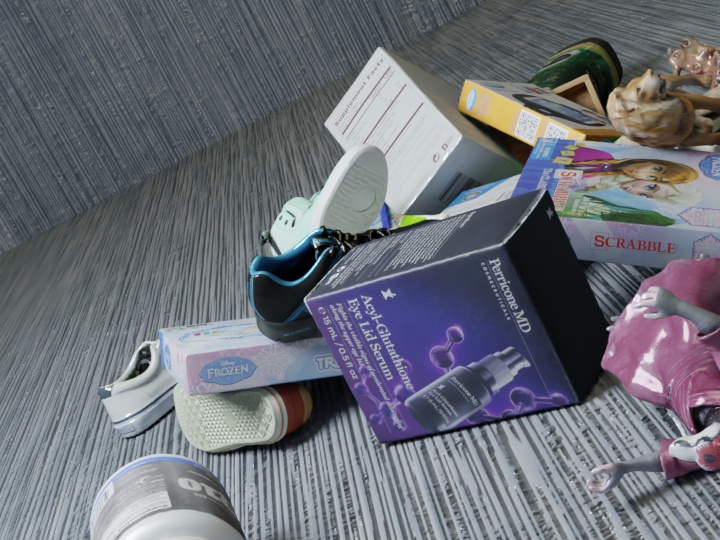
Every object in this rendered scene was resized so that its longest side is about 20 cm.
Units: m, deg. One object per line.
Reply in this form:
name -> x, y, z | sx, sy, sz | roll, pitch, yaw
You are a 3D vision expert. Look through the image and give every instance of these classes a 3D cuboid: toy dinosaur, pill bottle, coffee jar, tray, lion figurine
toy dinosaur -> 0.439, -0.212, 1.495 | 0.135, 0.086, 0.200 | -41, 34, -10
pill bottle -> -0.135, 0.214, 1.007 | 0.114, 0.114, 0.200 | -29, 15, -7
coffee jar -> 0.269, -0.233, 1.836 | 0.104, 0.085, 0.200 | -19, 18, 40
tray -> 0.193, -0.139, 1.627 | 0.200, 0.099, 0.037 | -24, -9, 15
lion figurine -> 0.288, -0.157, 1.343 | 0.122, 0.073, 0.200 | 5, 10, 1

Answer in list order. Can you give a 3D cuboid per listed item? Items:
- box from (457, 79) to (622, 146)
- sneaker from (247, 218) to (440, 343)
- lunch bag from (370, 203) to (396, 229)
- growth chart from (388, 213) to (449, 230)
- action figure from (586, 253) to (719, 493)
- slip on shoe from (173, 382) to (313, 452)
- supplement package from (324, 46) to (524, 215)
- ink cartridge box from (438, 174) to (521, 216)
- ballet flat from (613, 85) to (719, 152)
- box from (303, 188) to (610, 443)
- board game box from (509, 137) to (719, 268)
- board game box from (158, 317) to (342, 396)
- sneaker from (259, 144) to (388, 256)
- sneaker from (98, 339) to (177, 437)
box -> 0.200, -0.165, 1.518 | 0.119, 0.042, 0.200 | -4, 29, -45
sneaker -> -0.004, -0.003, 1.240 | 0.200, 0.082, 0.073 | -23, 43, -7
lunch bag -> 0.007, -0.021, 1.608 | 0.160, 0.083, 0.200 | -23, 16, 7
growth chart -> 0.000, 0.000, 1.353 | 0.200, 0.018, 0.145 | -37, 13, -21
action figure -> 0.227, 0.081, 0.914 | 0.149, 0.134, 0.200 | 13, 27, -11
slip on shoe -> -0.117, 0.135, 1.345 | 0.061, 0.074, 0.200 | -13, 3, -39
supplement package -> 0.070, -0.139, 1.564 | 0.117, 0.117, 0.200 | -53, 43, 18
ink cartridge box -> 0.123, -0.014, 1.368 | 0.144, 0.084, 0.200 | -15, 20, 43
ballet flat -> 0.331, -0.131, 1.443 | 0.200, 0.068, 0.067 | -33, 43, -13
box -> 0.082, 0.040, 1.138 | 0.200, 0.148, 0.104 | -18, 18, 35
board game box -> 0.240, -0.062, 1.242 | 0.199, 0.041, 0.200 | 6, 26, 13
board game box -> -0.084, 0.075, 1.350 | 0.199, 0.044, 0.199 | -7, 5, -14
sneaker -> -0.045, -0.066, 1.457 | 0.074, 0.201, 0.118 | 0, 36, -35
sneaker -> -0.216, 0.106, 1.587 | 0.073, 0.071, 0.200 | -15, 20, 40
